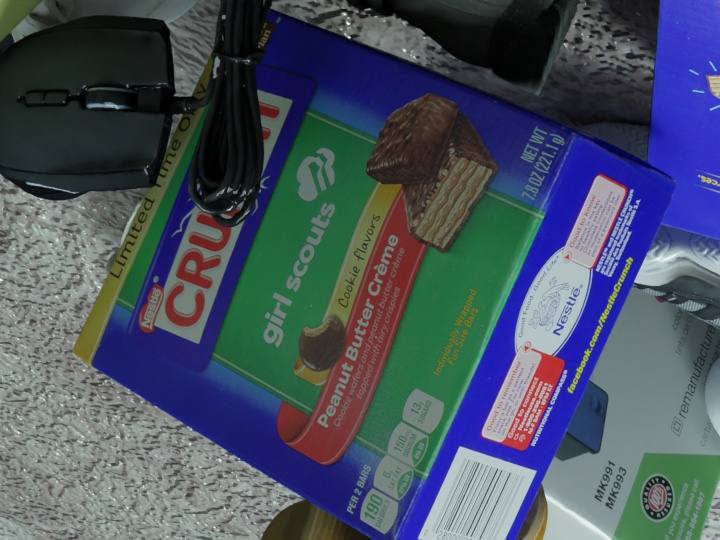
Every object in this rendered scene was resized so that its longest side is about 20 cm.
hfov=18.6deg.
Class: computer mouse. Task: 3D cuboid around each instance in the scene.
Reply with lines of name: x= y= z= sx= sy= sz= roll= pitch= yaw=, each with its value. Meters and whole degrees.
computer mouse: x=-0.104 y=-0.096 z=0.898 sx=0.046 sy=0.141 sz=0.200 roll=7 pitch=-178 yaw=-38

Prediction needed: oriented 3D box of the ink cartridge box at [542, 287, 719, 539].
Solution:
ink cartridge box: x=0.074 y=0.047 z=1.028 sx=0.200 sy=0.146 sz=0.087 roll=34 pitch=149 yaw=-16

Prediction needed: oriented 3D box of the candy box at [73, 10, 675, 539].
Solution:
candy box: x=0.000 y=0.000 z=0.881 sx=0.200 sy=0.170 sz=0.077 roll=26 pitch=-177 yaw=43

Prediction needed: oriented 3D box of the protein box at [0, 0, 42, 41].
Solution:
protein box: x=-0.232 y=-0.158 z=0.853 sx=0.135 sy=0.199 sz=0.200 roll=30 pitch=154 yaw=24

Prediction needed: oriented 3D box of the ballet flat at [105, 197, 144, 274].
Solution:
ballet flat: x=-0.086 y=-0.018 z=1.135 sx=0.069 sy=0.070 sz=0.200 roll=32 pitch=150 yaw=-12

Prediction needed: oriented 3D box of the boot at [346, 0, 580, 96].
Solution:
boot: x=0.024 y=-0.145 z=0.840 sx=0.131 sy=0.070 sz=0.200 roll=23 pitch=150 yaw=8

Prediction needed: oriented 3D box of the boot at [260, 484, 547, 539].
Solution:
boot: x=0.059 y=0.142 z=0.988 sx=0.144 sy=0.071 sz=0.201 roll=33 pitch=152 yaw=-26

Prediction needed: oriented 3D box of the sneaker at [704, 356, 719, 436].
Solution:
sneaker: x=0.256 y=0.082 z=1.035 sx=0.200 sy=0.073 sz=0.071 roll=25 pitch=149 yaw=-20

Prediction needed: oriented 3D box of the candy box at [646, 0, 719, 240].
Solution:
candy box: x=0.195 y=-0.079 z=0.811 sx=0.169 sy=0.077 sz=0.200 roll=16 pitch=148 yaw=13

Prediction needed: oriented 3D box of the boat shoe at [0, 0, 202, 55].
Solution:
boat shoe: x=-0.128 y=-0.116 z=1.000 sx=0.074 sy=0.065 sz=0.200 roll=38 pitch=147 yaw=-20

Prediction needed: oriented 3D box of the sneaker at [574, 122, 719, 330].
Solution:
sneaker: x=0.150 y=0.003 z=0.972 sx=0.199 sy=0.076 sz=0.114 roll=9 pitch=144 yaw=20
